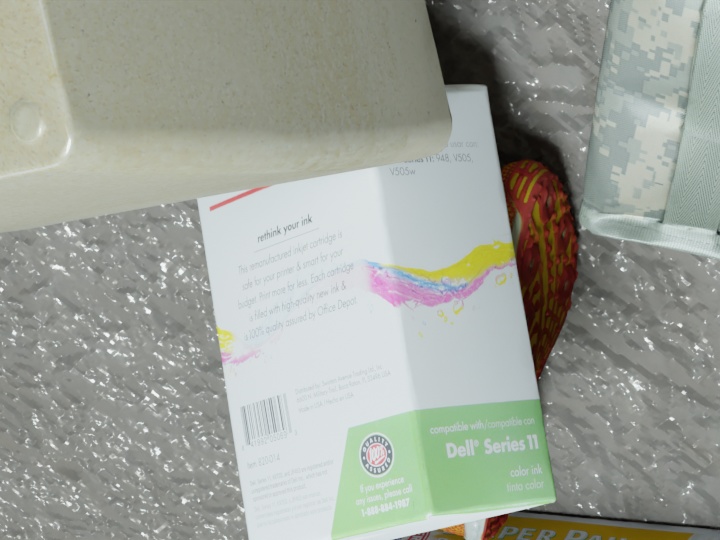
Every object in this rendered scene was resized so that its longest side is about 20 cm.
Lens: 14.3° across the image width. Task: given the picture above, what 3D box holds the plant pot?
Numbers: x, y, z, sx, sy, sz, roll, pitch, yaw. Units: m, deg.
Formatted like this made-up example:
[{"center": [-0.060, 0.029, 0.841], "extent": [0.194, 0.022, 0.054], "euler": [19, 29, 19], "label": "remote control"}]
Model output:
[{"center": [-0.113, -0.106, 0.974], "extent": [0.199, 0.177, 0.201], "euler": [-9, 99, 32], "label": "plant pot"}]

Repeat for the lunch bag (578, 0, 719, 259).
[{"center": [0.184, -0.079, 0.945], "extent": [0.199, 0.118, 0.164], "euler": [13, 134, 8], "label": "lunch bag"}]

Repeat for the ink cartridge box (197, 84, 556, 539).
[{"center": [0.000, 0.000, 1.085], "extent": [0.117, 0.067, 0.201], "euler": [-18, 78, 51], "label": "ink cartridge box"}]

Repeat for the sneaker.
[{"center": [0.038, 0.034, 1.149], "extent": [0.077, 0.073, 0.201], "euler": [25, 134, 13], "label": "sneaker"}]

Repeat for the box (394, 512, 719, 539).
[{"center": [0.068, 0.174, 1.219], "extent": [0.199, 0.113, 0.102], "euler": [3, 119, 24], "label": "box"}]
